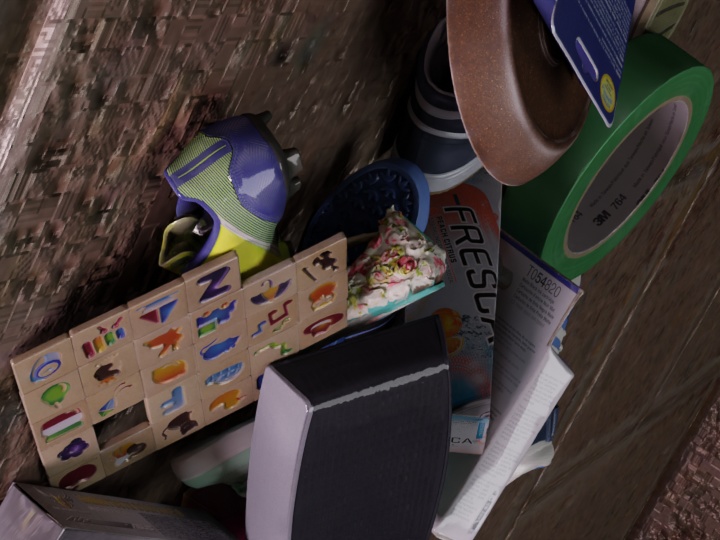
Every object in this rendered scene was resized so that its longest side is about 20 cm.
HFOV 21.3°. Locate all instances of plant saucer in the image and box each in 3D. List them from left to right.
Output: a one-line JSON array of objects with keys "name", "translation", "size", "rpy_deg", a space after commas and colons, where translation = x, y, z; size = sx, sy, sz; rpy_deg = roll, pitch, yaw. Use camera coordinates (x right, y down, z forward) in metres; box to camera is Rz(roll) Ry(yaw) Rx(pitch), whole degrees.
[{"name": "plant saucer", "translation": [0.108, -0.154, 1.189], "size": [0.200, 0.034, 0.202], "rpy_deg": [-1, 91, -64]}]

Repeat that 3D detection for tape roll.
[{"name": "tape roll", "translation": [0.184, -0.082, 1.436], "size": [0.200, 0.048, 0.201], "rpy_deg": [-43, 158, -22]}]

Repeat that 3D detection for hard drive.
[{"name": "hard drive", "translation": [-0.005, 0.128, 1.201], "size": [0.134, 0.042, 0.201], "rpy_deg": [-16, 134, -25]}]

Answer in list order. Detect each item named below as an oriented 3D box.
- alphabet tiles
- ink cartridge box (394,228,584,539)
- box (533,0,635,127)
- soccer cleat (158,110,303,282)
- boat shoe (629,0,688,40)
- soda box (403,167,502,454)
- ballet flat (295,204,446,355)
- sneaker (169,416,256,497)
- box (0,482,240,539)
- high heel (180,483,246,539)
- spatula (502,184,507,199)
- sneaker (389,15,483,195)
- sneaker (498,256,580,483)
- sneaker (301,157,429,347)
[{"name": "alphabet tiles", "translation": [-0.094, 0.048, 1.078], "size": [0.199, 0.008, 0.168], "rpy_deg": [-27, 152, -15]}, {"name": "ink cartridge box", "translation": [0.071, 0.067, 1.388], "size": [0.040, 0.200, 0.201], "rpy_deg": [25, 100, -34]}, {"name": "box", "translation": [0.143, -0.202, 1.183], "size": [0.121, 0.032, 0.201], "rpy_deg": [49, 48, -53]}, {"name": "soccer cleat", "translation": [-0.079, -0.013, 1.072], "size": [0.083, 0.065, 0.201], "rpy_deg": [-28, 153, -20]}, {"name": "boat shoe", "translation": [0.196, -0.182, 1.468], "size": [0.075, 0.068, 0.201], "rpy_deg": [-22, 143, -53]}, {"name": "soda box", "translation": [0.062, 0.021, 1.316], "size": [0.069, 0.063, 0.201], "rpy_deg": [91, 3, -63]}, {"name": "ballet flat", "translation": [-0.040, 0.026, 1.191], "size": [0.199, 0.064, 0.076], "rpy_deg": [-30, -179, 0]}, {"name": "sneaker", "translation": [-0.038, 0.152, 1.274], "size": [0.073, 0.119, 0.200], "rpy_deg": [-22, 169, 36]}, {"name": "box", "translation": [-0.172, 0.214, 1.147], "size": [0.159, 0.048, 0.200], "rpy_deg": [-60, 150, 6]}, {"name": "high heel", "translation": [-0.121, 0.223, 1.279], "size": [0.200, 0.096, 0.068], "rpy_deg": [-42, 160, -40]}, {"name": "spatula", "translation": [0.125, -0.118, 1.411], "size": [0.056, 0.020, 0.201], "rpy_deg": [-1, 113, -77]}, {"name": "sneaker", "translation": [0.100, -0.142, 1.285], "size": [0.200, 0.070, 0.109], "rpy_deg": [-42, 159, -31]}, {"name": "sneaker", "translation": [0.125, 0.083, 1.522], "size": [0.200, 0.080, 0.147], "rpy_deg": [-56, 145, -48]}, {"name": "sneaker", "translation": [0.000, 0.000, 1.276], "size": [0.078, 0.070, 0.201], "rpy_deg": [-33, 158, -54]}]
